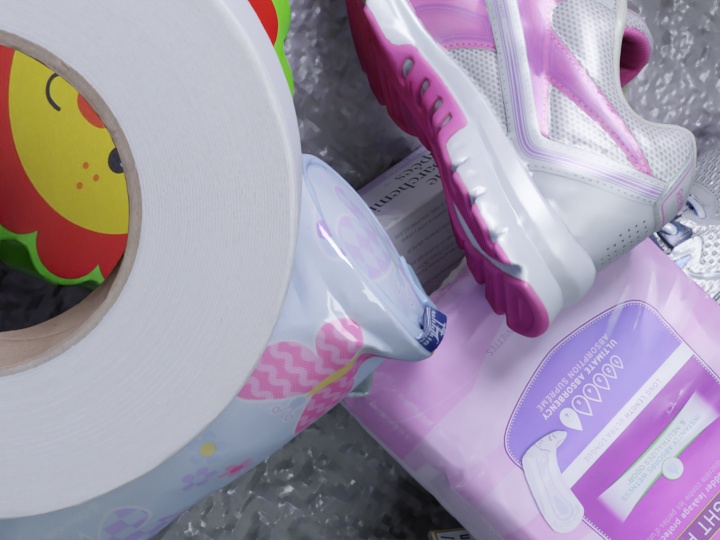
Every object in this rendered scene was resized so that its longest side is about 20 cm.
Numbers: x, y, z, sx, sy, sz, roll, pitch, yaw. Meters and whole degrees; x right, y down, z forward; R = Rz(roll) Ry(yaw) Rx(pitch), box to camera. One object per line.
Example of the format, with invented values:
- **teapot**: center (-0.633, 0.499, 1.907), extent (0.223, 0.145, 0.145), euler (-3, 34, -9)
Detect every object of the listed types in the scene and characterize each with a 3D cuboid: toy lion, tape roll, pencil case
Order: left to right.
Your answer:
- **tape roll**: center (-0.115, -0.025, 0.696), extent (0.202, 0.037, 0.204), euler (0, 108, 1)
- **toy lion**: center (-0.109, -0.082, 0.785), extent (0.191, 0.069, 0.201), euler (-23, 114, -33)
- **pencil case**: center (-0.070, 0.044, 0.785), extent (0.200, 0.083, 0.091), euler (-34, 161, 8)

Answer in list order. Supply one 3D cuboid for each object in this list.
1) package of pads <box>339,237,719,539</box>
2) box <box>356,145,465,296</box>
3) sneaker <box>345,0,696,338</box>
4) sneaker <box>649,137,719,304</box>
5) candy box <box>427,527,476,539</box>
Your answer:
- **package of pads**: center (0.097, 0.068, 0.846), extent (0.200, 0.076, 0.121), euler (44, 80, 3)
- **box**: center (0.000, 0.000, 0.883), extent (0.200, 0.039, 0.042), euler (-36, 120, -19)
- **sneaker**: center (0.051, -0.077, 0.817), extent (0.088, 0.200, 0.081), euler (-24, 158, -5)
- **sneaker**: center (0.099, 0.007, 0.928), extent (0.200, 0.077, 0.085), euler (-48, 118, -13)
- **candy box**: center (0.120, 0.151, 0.937), extent (0.199, 0.057, 0.117), euler (-4, 130, -13)
